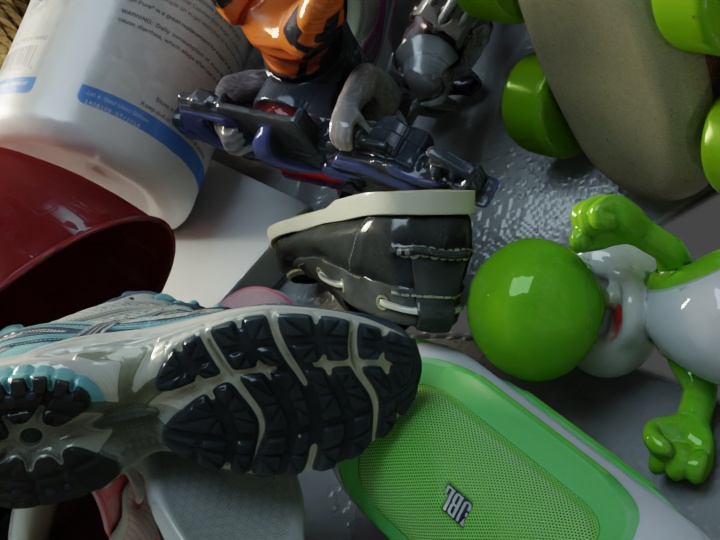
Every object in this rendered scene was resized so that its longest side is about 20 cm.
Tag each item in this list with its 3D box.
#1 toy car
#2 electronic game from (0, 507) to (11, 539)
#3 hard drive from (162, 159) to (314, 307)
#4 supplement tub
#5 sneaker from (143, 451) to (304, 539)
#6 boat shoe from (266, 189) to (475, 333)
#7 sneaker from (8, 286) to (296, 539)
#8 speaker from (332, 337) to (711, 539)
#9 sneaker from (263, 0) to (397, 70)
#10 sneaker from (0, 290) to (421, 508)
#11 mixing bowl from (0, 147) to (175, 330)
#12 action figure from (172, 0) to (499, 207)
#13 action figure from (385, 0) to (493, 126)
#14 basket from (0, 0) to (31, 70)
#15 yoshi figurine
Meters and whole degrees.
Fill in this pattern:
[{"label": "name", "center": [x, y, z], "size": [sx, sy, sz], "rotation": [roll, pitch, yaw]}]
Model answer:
[{"label": "toy car", "center": [0.175, -0.147, 0.745], "size": [0.200, 0.159, 0.164], "rotation": [-41, 35, -23]}, {"label": "electronic game", "center": [-0.189, 0.103, 0.754], "size": [0.042, 0.200, 0.200], "rotation": [41, 78, 6]}, {"label": "hard drive", "center": [-0.126, -0.013, 0.915], "size": [0.132, 0.026, 0.199], "rotation": [-49, 42, -13]}, {"label": "supplement tub", "center": [-0.130, -0.136, 0.889], "size": [0.131, 0.132, 0.202], "rotation": [3, 64, 37]}, {"label": "sneaker", "center": [-0.057, 0.149, 0.652], "size": [0.070, 0.100, 0.201], "rotation": [-1, 39, -28]}, {"label": "boat shoe", "center": [0.000, 0.000, 0.747], "size": [0.071, 0.068, 0.200], "rotation": [-6, 0, -19]}, {"label": "sneaker", "center": [-0.095, 0.083, 0.731], "size": [0.075, 0.105, 0.201], "rotation": [33, 76, 17]}, {"label": "speaker", "center": [0.065, 0.103, 0.628], "size": [0.088, 0.089, 0.200], "rotation": [-44, 41, -8]}, {"label": "sneaker", "center": [-0.011, -0.181, 0.885], "size": [0.080, 0.088, 0.203], "rotation": [3, 81, 16]}, {"label": "sneaker", "center": [-0.074, 0.036, 0.641], "size": [0.197, 0.078, 0.087], "rotation": [-6, 30, 0]}, {"label": "mixing bowl", "center": [-0.202, 0.011, 0.766], "size": [0.200, 0.200, 0.108], "rotation": [-44, 78, -7]}, {"label": "action figure", "center": [-0.006, -0.107, 0.765], "size": [0.198, 0.194, 0.105], "rotation": [20, 57, 27]}, {"label": "action figure", "center": [0.067, -0.153, 0.848], "size": [0.130, 0.069, 0.201], "rotation": [-42, 15, 46]}, {"label": "basket", "center": [-0.213, -0.180, 0.997], "size": [0.142, 0.200, 0.150], "rotation": [13, 60, 43]}, {"label": "yoshi figurine", "center": [0.126, 0.022, 0.646], "size": [0.199, 0.112, 0.113], "rotation": [3, 61, 41]}]
